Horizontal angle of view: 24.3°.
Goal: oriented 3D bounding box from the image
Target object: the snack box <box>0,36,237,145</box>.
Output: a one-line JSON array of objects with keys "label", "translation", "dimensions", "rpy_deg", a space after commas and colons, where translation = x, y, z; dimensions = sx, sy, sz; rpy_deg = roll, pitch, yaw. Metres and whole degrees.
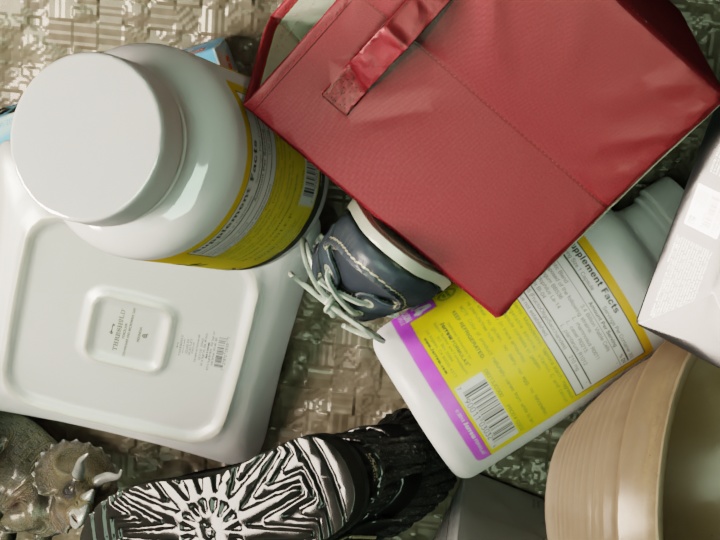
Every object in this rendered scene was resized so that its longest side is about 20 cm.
[{"label": "snack box", "translation": [-0.158, -0.058, 1.034], "dimensions": [0.200, 0.037, 0.116], "rpy_deg": [-16, 107, 13]}]

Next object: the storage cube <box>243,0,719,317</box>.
[{"label": "storage cube", "translation": [0.064, -0.118, 0.903], "dimensions": [0.180, 0.200, 0.171], "rpy_deg": [40, 109, -13]}]

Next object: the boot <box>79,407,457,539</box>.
[{"label": "boot", "translation": [-0.051, 0.148, 1.032], "dimensions": [0.211, 0.158, 0.080], "rpy_deg": [-19, 84, 24]}]

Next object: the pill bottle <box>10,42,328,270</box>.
[{"label": "pill bottle", "translation": [-0.098, -0.059, 0.879], "dimensions": [0.111, 0.200, 0.112], "rpy_deg": [-1, 86, 18]}]

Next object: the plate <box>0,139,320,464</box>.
[{"label": "plate", "translation": [-0.141, 0.031, 1.035], "dimensions": [0.200, 0.032, 0.200], "rpy_deg": [13, 121, -5]}]

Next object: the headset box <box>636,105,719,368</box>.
[{"label": "headset box", "translation": [0.252, -0.032, 0.915], "dimensions": [0.075, 0.200, 0.149], "rpy_deg": [30, 113, 33]}]

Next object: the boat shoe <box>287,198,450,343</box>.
[{"label": "boat shoe", "translation": [0.000, 0.000, 0.943], "dimensions": [0.062, 0.200, 0.075], "rpy_deg": [-45, 98, -1]}]

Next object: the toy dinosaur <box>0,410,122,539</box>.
[{"label": "toy dinosaur", "translation": [-0.227, 0.136, 1.095], "dimensions": [0.200, 0.077, 0.102], "rpy_deg": [25, 92, 36]}]

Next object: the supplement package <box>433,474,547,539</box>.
[{"label": "supplement package", "translation": [0.093, 0.265, 1.048], "dimensions": [0.152, 0.151, 0.200], "rpy_deg": [22, 110, -1]}]

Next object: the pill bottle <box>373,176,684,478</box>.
[{"label": "pill bottle", "translation": [0.115, 0.029, 0.980], "dimensions": [0.200, 0.104, 0.104], "rpy_deg": [-32, 102, 0]}]

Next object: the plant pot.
[{"label": "plant pot", "translation": [0.168, 0.133, 0.949], "dimensions": [0.093, 0.201, 0.201], "rpy_deg": [-1, 110, 34]}]
